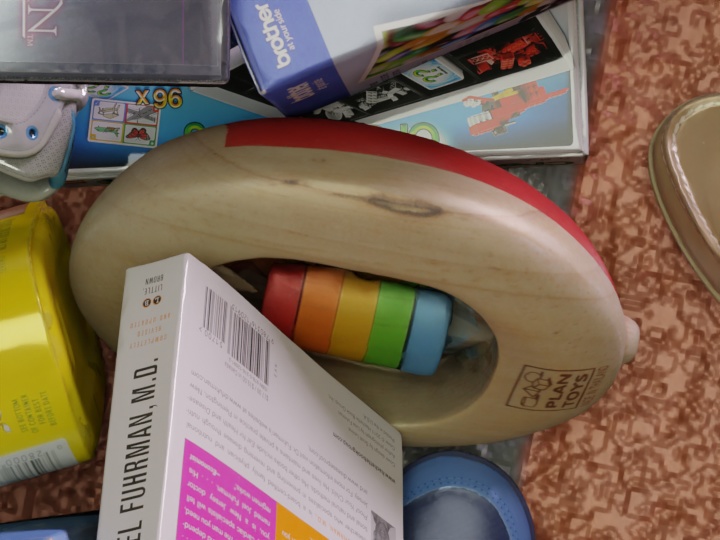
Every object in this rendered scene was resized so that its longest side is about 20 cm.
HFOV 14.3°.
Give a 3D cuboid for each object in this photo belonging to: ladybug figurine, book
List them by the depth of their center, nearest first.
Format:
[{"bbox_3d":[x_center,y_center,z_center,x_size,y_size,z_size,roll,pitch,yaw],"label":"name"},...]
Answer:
[{"bbox_3d":[-0.036,0.112,0.913,0.048,0.134,0.200,-16,52,27],"label":"book"},{"bbox_3d":[0.000,0.000,0.998,0.199,0.136,0.072,13,49,-7],"label":"ladybug figurine"}]

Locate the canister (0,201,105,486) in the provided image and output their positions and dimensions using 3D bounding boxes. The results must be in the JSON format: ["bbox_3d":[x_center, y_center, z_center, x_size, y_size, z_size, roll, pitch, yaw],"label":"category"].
[{"bbox_3d":[-0.193,0.045,0.985,0.199,0.149,0.087,-16,102,0],"label":"canister"}]

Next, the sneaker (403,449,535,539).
[{"bbox_3d":[0.005,0.158,1.003,0.074,0.082,0.200,24,87,5],"label":"sneaker"}]

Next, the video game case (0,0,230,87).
[{"bbox_3d":[-0.139,-0.129,0.875,0.199,0.019,0.143,0,90,-10],"label":"video game case"}]

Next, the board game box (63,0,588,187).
[{"bbox_3d":[-0.019,-0.098,1.039,0.199,0.035,0.127,-2,86,3],"label":"board game box"}]

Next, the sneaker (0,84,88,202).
[{"bbox_3d":[-0.113,-0.071,0.973,0.200,0.075,0.087,-39,76,-12],"label":"sneaker"}]

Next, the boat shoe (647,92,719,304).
[{"bbox_3d":[0.167,0.005,0.984,0.072,0.065,0.200,-36,62,0],"label":"boat shoe"}]

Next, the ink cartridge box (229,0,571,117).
[{"bbox_3d":[0.026,-0.095,0.959,0.200,0.119,0.042,-20,88,2],"label":"ink cartridge box"}]

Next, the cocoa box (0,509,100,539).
[{"bbox_3d":[-0.138,0.156,0.950,0.131,0.200,0.134,-10,88,2],"label":"cocoa box"}]
